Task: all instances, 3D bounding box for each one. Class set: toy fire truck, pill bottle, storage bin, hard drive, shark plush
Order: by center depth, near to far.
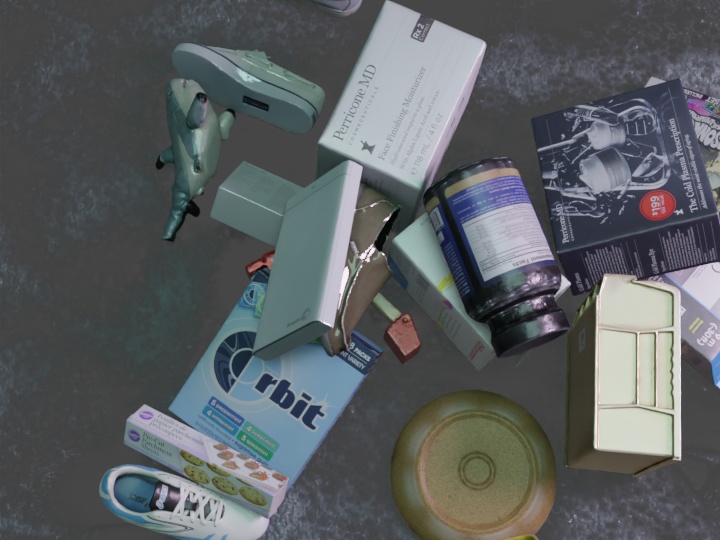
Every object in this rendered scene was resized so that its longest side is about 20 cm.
[{"bbox_3d":[0.151,-0.012,1.383,0.112,0.112,0.201,-19,78,-7],"label":"pill bottle"},{"bbox_3d":[-0.058,-0.010,1.389,0.027,0.132,0.201,26,57,-27],"label":"hard drive"},{"bbox_3d":[0.294,0.124,1.441,0.093,0.200,0.199,4,76,1],"label":"storage bin"},{"bbox_3d":[-0.033,0.045,1.526,0.141,0.049,0.200,-31,78,-9],"label":"toy fire truck"},{"bbox_3d":[-0.215,-0.137,1.577,0.083,0.091,0.201,7,97,22],"label":"shark plush"}]

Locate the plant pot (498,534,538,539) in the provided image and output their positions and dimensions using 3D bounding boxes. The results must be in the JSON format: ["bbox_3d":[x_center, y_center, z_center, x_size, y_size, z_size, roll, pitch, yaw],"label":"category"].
[{"bbox_3d":[0.128,0.416,1.370,0.199,0.200,0.177,-11,97,-5],"label":"plant pot"}]

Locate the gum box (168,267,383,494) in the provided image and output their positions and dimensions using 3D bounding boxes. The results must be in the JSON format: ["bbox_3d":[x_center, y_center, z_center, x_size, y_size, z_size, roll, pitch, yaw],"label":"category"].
[{"bbox_3d":[-0.098,0.127,1.471,0.170,0.045,0.200,35,100,7],"label":"gum box"}]

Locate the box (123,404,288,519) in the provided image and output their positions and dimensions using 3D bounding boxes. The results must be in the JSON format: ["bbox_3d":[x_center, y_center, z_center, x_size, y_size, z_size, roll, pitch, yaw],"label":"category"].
[{"bbox_3d":[-0.178,0.219,1.459,0.200,0.042,0.039,25,34,14],"label":"box"}]

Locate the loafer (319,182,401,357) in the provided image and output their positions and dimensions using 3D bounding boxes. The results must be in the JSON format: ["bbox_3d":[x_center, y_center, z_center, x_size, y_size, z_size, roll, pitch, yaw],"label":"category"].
[{"bbox_3d":[0.000,0.000,1.406,0.069,0.075,0.201,11,79,8],"label":"loafer"}]

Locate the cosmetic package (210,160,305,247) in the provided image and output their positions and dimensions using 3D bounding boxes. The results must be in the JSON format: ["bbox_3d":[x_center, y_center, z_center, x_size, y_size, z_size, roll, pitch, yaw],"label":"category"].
[{"bbox_3d":[-0.073,-0.058,1.530,0.200,0.051,0.083,25,34,6],"label":"cosmetic package"}]

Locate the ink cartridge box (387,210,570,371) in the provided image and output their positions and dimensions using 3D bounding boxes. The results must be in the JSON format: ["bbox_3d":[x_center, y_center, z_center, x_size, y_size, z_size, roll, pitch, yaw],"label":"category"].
[{"bbox_3d":[0.143,0.015,1.500,0.125,0.129,0.200,-40,82,-11],"label":"ink cartridge box"}]

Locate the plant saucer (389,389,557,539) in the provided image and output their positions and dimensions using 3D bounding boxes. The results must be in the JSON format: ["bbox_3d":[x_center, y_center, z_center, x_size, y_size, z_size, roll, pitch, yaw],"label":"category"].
[{"bbox_3d":[0.135,0.237,1.491,0.199,0.035,0.201,0,76,-1],"label":"plant saucer"}]

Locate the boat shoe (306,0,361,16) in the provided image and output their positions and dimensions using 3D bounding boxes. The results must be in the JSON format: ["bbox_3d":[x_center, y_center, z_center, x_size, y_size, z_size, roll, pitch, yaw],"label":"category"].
[{"bbox_3d":[-0.089,-0.391,1.622,0.200,0.072,0.070,23,76,4],"label":"boat shoe"}]

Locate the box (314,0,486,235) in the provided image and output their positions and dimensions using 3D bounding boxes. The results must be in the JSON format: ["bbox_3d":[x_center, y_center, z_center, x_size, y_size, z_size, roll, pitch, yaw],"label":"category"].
[{"bbox_3d":[0.043,-0.174,1.506,0.130,0.200,0.199,23,76,3],"label":"box"}]

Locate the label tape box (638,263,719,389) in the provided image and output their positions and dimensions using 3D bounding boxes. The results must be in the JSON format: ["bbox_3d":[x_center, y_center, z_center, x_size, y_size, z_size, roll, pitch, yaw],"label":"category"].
[{"bbox_3d":[0.431,0.042,1.535,0.200,0.063,0.144,40,78,8],"label":"label tape box"}]

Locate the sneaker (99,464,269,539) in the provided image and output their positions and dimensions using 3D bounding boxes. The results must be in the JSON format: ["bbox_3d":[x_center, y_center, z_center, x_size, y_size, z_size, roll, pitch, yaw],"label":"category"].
[{"bbox_3d":[-0.203,0.271,1.452,0.199,0.073,0.072,13,74,0],"label":"sneaker"}]

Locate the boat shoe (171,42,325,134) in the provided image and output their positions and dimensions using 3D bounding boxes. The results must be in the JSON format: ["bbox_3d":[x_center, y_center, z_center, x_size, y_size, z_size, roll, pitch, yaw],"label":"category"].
[{"bbox_3d":[-0.137,-0.242,1.592,0.199,0.071,0.070,23,54,6],"label":"boat shoe"}]

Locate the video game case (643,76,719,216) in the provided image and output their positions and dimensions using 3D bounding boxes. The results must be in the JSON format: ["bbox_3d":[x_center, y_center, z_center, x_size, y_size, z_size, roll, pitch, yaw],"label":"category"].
[{"bbox_3d":[0.399,-0.133,1.549,0.200,0.036,0.181,26,73,31],"label":"video game case"}]

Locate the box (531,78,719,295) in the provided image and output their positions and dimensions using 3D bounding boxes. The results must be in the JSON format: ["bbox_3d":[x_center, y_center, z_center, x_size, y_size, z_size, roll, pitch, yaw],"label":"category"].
[{"bbox_3d":[0.309,-0.096,1.474,0.182,0.104,0.201,-15,55,14],"label":"box"}]
